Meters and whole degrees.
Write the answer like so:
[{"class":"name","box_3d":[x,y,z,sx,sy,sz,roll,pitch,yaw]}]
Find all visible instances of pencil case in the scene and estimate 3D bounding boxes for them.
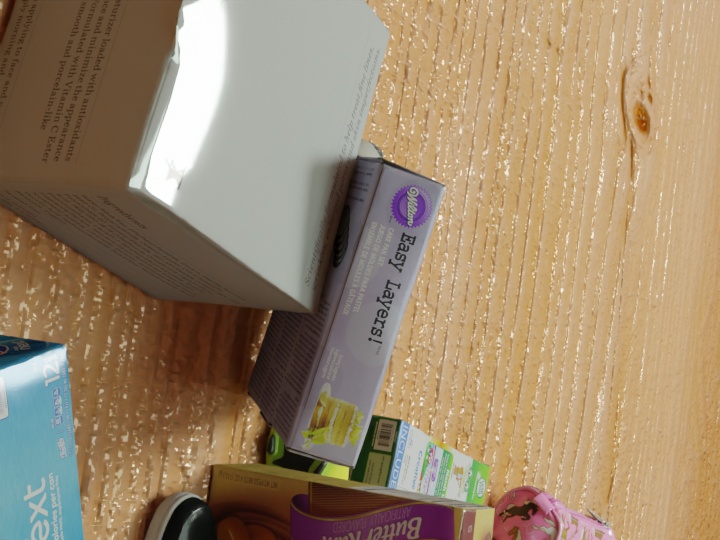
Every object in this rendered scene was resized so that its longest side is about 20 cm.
[{"class":"pencil case","box_3d":[0.204,0.283,1.432,0.200,0.082,0.087,32,68,-56]}]

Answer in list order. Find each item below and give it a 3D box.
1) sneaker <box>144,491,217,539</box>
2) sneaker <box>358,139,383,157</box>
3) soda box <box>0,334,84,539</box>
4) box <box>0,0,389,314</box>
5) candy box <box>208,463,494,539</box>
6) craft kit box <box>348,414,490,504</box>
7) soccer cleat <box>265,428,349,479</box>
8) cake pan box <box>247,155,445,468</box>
[{"class":"sneaker","box_3d":[-0.088,0.252,0.889,0.073,0.111,0.202,4,91,-61]},{"class":"sneaker","box_3d":[0.000,0.000,1.049,0.080,0.076,0.202,-26,119,-66]},{"class":"soda box","box_3d":[-0.194,0.140,0.731,0.064,0.067,0.202,-21,113,-56]},{"class":"box","box_3d":[-0.099,-0.102,0.798,0.200,0.130,0.201,39,62,-55]},{"class":"candy box","box_3d":[-0.013,0.203,0.924,0.056,0.198,0.118,14,83,-59]},{"class":"craft kit box","box_3d":[0.041,0.245,1.183,0.197,0.048,0.202,34,65,-54]},{"class":"soccer cleat","box_3d":[-0.038,0.167,1.028,0.084,0.064,0.202,38,59,-77]},{"class":"cake pan box","box_3d":[-0.017,0.018,0.901,0.200,0.052,0.186,-159,-91,-76]}]
